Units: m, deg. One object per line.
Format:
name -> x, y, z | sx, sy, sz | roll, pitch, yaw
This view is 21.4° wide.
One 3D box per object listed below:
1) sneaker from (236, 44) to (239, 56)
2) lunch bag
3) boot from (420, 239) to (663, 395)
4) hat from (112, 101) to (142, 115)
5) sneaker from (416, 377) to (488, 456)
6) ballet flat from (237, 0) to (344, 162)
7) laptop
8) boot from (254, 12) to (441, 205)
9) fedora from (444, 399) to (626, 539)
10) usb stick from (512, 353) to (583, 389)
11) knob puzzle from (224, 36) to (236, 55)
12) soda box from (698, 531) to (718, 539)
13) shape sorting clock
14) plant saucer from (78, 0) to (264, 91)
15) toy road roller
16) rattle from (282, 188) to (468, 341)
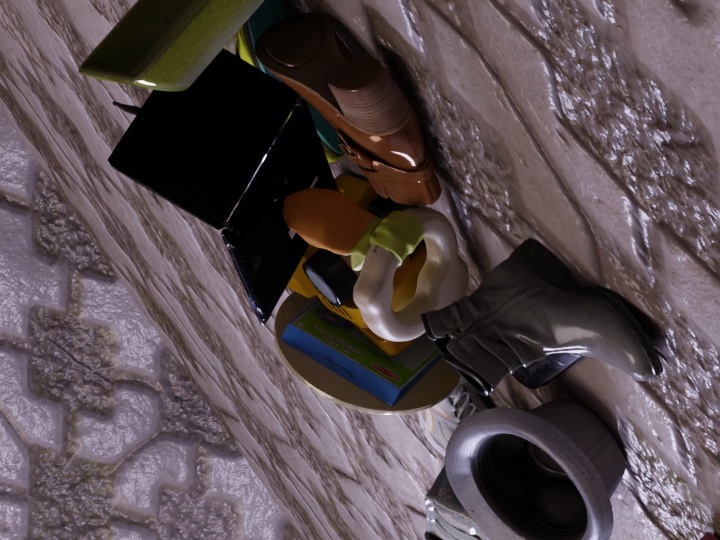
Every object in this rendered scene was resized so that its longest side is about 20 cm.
sneaker -> -0.091, -0.138, 1.986 | 0.087, 0.075, 0.200 | 30, 154, 45
lunch bag -> 0.158, 0.266, 1.994 | 0.164, 0.118, 0.200 | 27, 159, 15
boot -> 0.147, 0.065, 1.579 | 0.200, 0.130, 0.068 | 38, 161, 46
hat -> -0.158, -0.106, 1.884 | 0.200, 0.081, 0.201 | 16, -179, 0
sneaker -> 0.091, 0.129, 2.049 | 0.200, 0.076, 0.092 | 52, 162, -1
ballet flat -> -0.078, -0.183, 1.818 | 0.067, 0.067, 0.200 | 0, 132, 46
laptop -> -0.120, -0.085, 1.759 | 0.103, 0.178, 0.200 | 9, 142, 27
boot -> -0.012, -0.141, 1.721 | 0.200, 0.074, 0.155 | 41, 166, 49
fedora -> 0.181, 0.189, 1.828 | 0.177, 0.090, 0.200 | 49, 148, 3
usb stick -> 0.168, 0.071, 1.735 | 0.055, 0.033, 0.200 | 45, 165, 4
knob puzzle -> -0.144, -0.242, 1.866 | 0.220, 0.030, 0.221 | 169, 90, -74
soda box -> 0.353, 0.324, 1.674 | 0.200, 0.070, 0.064 | 42, 163, 38
shape sorting clock -> 0.008, 0.077, 1.953 | 0.200, 0.199, 0.039 | 44, 132, 32
plant saucer -> -0.148, -0.230, 1.696 | 0.048, 0.200, 0.200 | 44, 170, -22
toy road roller -> 0.000, 0.000, 1.919 | 0.146, 0.123, 0.200 | 55, 166, -26
rattle -> 0.030, 0.007, 1.783 | 0.142, 0.131, 0.200 | 1, 168, 30
